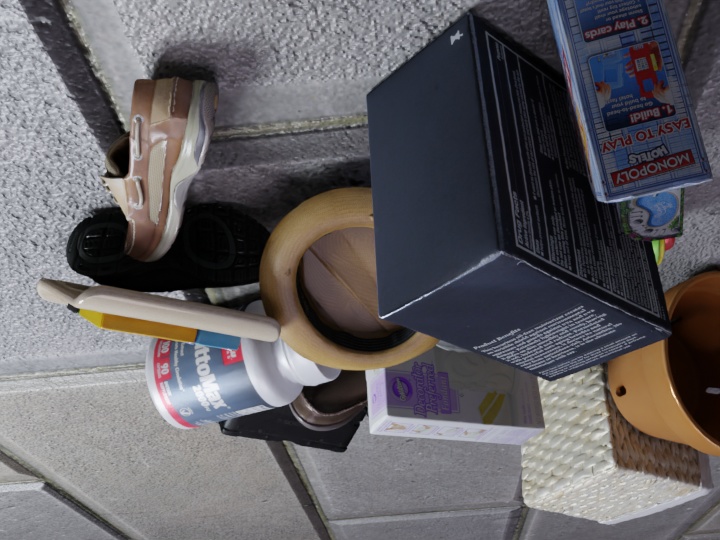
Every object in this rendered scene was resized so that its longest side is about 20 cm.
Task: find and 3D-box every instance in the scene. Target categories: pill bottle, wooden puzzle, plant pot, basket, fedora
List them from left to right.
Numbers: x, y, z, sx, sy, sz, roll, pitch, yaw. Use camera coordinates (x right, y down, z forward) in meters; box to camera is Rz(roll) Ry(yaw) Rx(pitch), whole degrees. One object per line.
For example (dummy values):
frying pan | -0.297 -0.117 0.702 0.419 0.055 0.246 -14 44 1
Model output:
wooden puzzle | -0.195 0.043 0.807 0.183 0.038 0.199 14 174 -31
pill bottle | -0.127 0.099 0.962 0.198 0.121 0.120 -17 148 21
fedora | 0.000 0.000 0.810 0.198 0.082 0.203 -2 122 -3
basket | 0.321 0.209 1.133 0.159 0.200 0.200 14 147 -21
plant pot | 0.381 0.117 0.990 0.198 0.203 0.140 8 161 -20

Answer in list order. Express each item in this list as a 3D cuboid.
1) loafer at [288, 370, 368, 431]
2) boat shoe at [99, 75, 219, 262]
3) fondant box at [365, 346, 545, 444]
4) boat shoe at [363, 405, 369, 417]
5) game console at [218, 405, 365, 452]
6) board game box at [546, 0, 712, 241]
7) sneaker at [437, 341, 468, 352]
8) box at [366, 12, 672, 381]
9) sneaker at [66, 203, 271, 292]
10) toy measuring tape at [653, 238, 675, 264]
loafer | -0.002 0.122 1.028 0.199 0.073 0.071 -24 152 -40
boat shoe | -0.171 -0.082 0.694 0.071 0.076 0.201 12 138 -19
fondant box | 0.106 0.116 0.992 0.198 0.146 0.058 7 150 -19
boat shoe | 0.017 0.159 1.125 0.199 0.064 0.074 4 174 -11
game console | -0.107 0.185 1.219 0.198 0.117 0.177 15 116 -31
board game box | 0.166 -0.106 0.551 0.061 0.202 0.200 -12 149 13
sneaker | 0.156 0.016 0.893 0.198 0.076 0.080 -23 139 -4
box | 0.114 -0.047 0.652 0.197 0.202 0.123 23 142 -37
sneaker | -0.171 -0.014 0.823 0.197 0.077 0.091 3 160 3
toy measuring tape | 0.268 -0.016 0.854 0.073 0.074 0.201 -6 150 5
